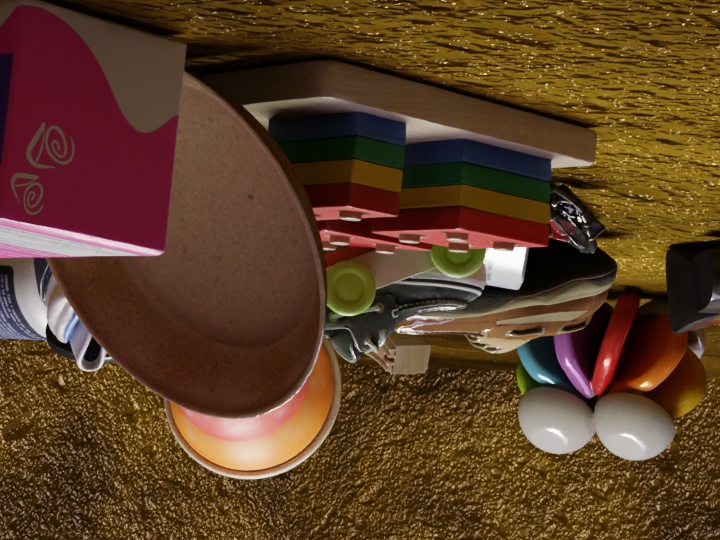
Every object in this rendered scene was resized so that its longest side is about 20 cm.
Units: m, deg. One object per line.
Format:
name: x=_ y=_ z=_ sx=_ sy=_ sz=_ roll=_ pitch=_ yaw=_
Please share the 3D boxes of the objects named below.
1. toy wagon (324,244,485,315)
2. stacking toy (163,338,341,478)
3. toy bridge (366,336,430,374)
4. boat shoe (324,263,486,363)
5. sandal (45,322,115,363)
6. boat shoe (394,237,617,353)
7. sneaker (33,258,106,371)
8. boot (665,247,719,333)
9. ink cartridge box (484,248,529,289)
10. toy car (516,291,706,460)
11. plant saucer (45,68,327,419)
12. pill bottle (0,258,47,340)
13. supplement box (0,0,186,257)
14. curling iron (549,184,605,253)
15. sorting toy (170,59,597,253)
toy wagon: x=0.000 y=0.000 z=1.209 sx=0.199 sy=0.040 sz=0.155 roll=-19 pitch=-177 yaw=-1
stacking toy: x=-0.095 y=0.071 z=1.503 sx=0.145 sy=0.147 sz=0.200 roll=4 pitch=163 yaw=7
toy bridge: x=-0.013 y=0.026 z=1.599 sx=0.067 sy=0.027 sz=0.200 roll=-1 pitch=-153 yaw=-25
boat shoe: x=-0.009 y=0.028 z=1.324 sx=0.198 sy=0.072 sz=0.072 roll=-4 pitch=170 yaw=-14
sandal: x=-0.160 y=0.027 z=1.564 sx=0.200 sy=0.075 sz=0.048 roll=-29 pitch=151 yaw=-30
boat shoe: x=0.108 y=0.029 z=1.494 sx=0.199 sy=0.074 sz=0.076 roll=-7 pitch=-145 yaw=-26
sneaker: x=-0.178 y=-0.013 z=1.198 sx=0.080 sy=0.148 sz=0.200 roll=8 pitch=174 yaw=-29
boot: x=0.345 y=0.006 z=1.523 sx=0.198 sy=0.069 sz=0.188 roll=-2 pitch=168 yaw=-6
ink cartridge box: x=0.037 y=-0.026 z=1.355 sx=0.161 sy=0.058 sz=0.200 roll=9 pitch=180 yaw=4
toy car: x=0.242 y=0.085 z=1.962 sx=0.199 sy=0.176 sz=0.150 roll=2 pitch=140 yaw=30
plant saucer: x=-0.087 y=-0.022 z=0.989 sx=0.199 sy=0.201 sz=0.035 roll=0 pitch=-155 yaw=41
pill bottle: x=-0.272 y=0.003 z=1.647 sx=0.199 sy=0.112 sz=0.111 roll=1 pitch=174 yaw=38
supplement box: x=-0.186 y=-0.062 z=0.929 sx=0.199 sy=0.102 sz=0.103 roll=-1 pitch=171 yaw=42
curling iron: x=0.145 y=-0.027 z=1.339 sx=0.050 sy=0.026 sz=0.200 roll=46 pitch=-178 yaw=11
sorting toy: x=-0.012 y=-0.052 z=1.054 sx=0.199 sy=0.070 sz=0.198 roll=9 pitch=173 yaw=-42
